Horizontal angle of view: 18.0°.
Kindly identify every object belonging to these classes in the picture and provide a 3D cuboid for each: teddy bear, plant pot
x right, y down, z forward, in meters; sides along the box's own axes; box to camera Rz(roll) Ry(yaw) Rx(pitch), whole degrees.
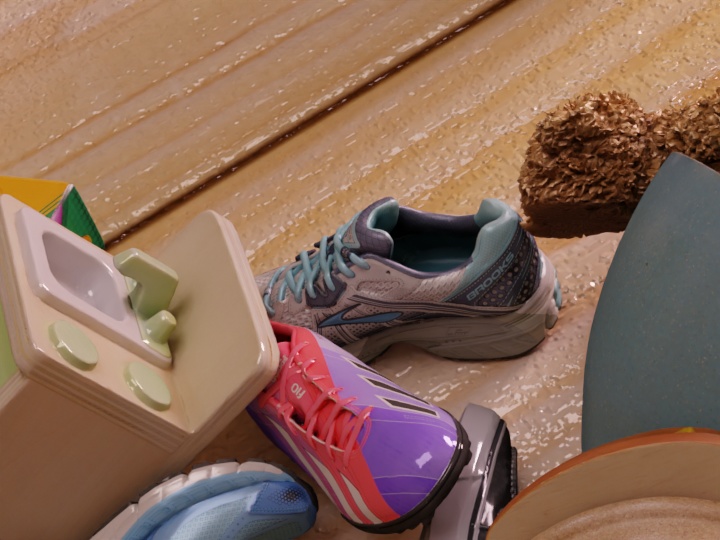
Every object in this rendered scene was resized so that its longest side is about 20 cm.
[{"bbox_3d":[0.177,-0.052,1.118,0.198,0.145,0.067,-2,70,18],"label":"teddy bear"},{"bbox_3d":[0.174,0.062,0.999,0.135,0.200,0.200,-51,47,3],"label":"plant pot"}]

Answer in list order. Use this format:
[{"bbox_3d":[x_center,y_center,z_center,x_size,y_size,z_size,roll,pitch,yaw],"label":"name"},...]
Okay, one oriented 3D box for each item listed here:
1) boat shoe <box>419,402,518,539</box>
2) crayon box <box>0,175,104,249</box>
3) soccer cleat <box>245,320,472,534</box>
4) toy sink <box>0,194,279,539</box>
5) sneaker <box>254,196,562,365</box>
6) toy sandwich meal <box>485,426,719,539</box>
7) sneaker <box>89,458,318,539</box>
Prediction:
[{"bbox_3d":[0.059,0.148,1.042,0.070,0.072,0.201,12,46,-1],"label":"boat shoe"},{"bbox_3d":[-0.260,0.003,1.301,0.199,0.058,0.119,6,51,26],"label":"crayon box"},{"bbox_3d":[-0.014,0.069,1.082,0.068,0.073,0.200,-51,24,-5],"label":"soccer cleat"},{"bbox_3d":[-0.155,0.051,1.118,0.200,0.112,0.131,-44,38,18],"label":"toy sink"},{"bbox_3d":[0.000,0.000,1.181,0.198,0.087,0.078,-10,46,13],"label":"sneaker"},{"bbox_3d":[0.124,0.164,0.920,0.203,0.207,0.070,-9,16,13],"label":"toy sandwich meal"},{"bbox_3d":[-0.100,0.168,1.090,0.199,0.078,0.090,-34,64,-6],"label":"sneaker"}]
